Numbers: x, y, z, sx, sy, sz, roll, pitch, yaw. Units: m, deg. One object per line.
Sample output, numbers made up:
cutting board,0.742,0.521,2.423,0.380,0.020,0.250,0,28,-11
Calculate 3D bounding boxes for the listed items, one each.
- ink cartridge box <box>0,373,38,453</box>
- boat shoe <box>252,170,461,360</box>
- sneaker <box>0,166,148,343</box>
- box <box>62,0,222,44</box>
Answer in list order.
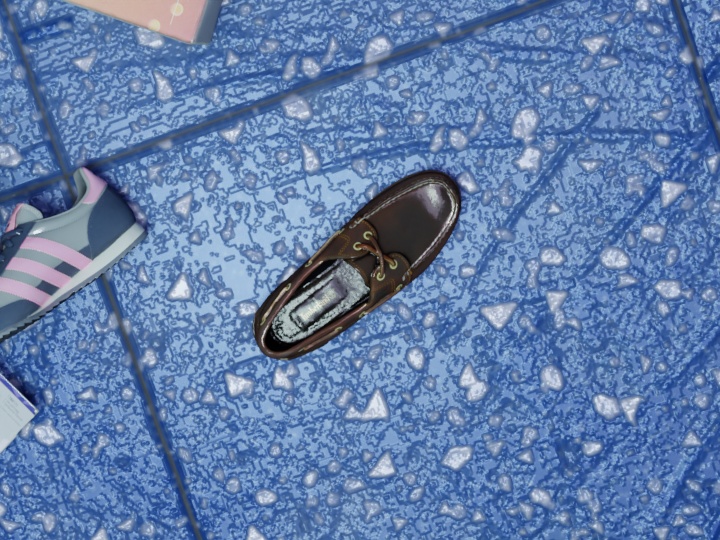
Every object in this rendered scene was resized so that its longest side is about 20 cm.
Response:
ink cartridge box,-0.354,0.145,1.526,0.200,0.039,0.099,-44,93,8
boat shoe,0.000,0.000,1.481,0.200,0.070,0.070,-43,93,5
sneaker,-0.261,-0.002,1.462,0.200,0.070,0.082,-38,96,-29
box,-0.188,-0.273,1.436,0.199,0.106,0.153,19,97,0
